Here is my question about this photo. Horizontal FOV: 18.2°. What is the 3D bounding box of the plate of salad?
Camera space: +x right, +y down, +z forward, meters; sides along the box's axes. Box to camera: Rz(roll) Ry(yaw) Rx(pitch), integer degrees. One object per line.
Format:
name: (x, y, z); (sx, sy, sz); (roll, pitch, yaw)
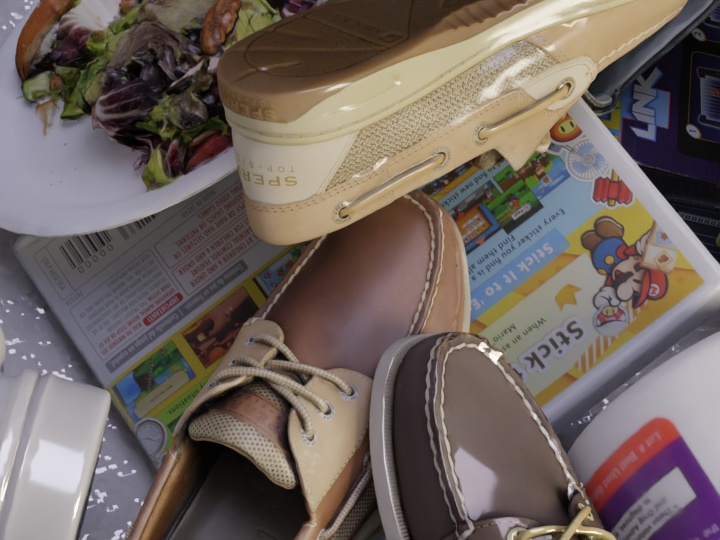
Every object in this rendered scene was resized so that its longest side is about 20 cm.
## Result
plate of salad: (-0.072, -0.095, 0.831); (0.199, 0.048, 0.201); (-22, 39, 19)

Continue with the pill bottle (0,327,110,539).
pill bottle: (-0.185, 0.052, 0.718); (0.198, 0.110, 0.110); (14, 52, -4)

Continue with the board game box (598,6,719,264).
board game box: (0.163, -0.091, 0.954); (0.164, 0.057, 0.201); (13, 53, -3)

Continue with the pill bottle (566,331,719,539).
pill bottle: (0.158, 0.124, 0.728); (0.111, 0.112, 0.201); (-17, 61, -25)

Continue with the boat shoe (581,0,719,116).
boat shoe: (0.068, -0.086, 0.851); (0.072, 0.200, 0.071); (37, 13, -41)

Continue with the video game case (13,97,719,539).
video game case: (0.000, 0.000, 0.802); (0.200, 0.023, 0.182); (-37, 67, 0)

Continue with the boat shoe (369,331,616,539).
boat shoe: (0.061, 0.109, 0.704); (0.071, 0.059, 0.201); (-11, 78, -35)

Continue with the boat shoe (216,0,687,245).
boat shoe: (0.037, -0.069, 0.761); (0.199, 0.065, 0.071); (-24, 33, -29)

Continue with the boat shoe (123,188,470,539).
boat shoe: (-0.023, 0.057, 0.735); (0.075, 0.072, 0.201); (20, 76, 19)
